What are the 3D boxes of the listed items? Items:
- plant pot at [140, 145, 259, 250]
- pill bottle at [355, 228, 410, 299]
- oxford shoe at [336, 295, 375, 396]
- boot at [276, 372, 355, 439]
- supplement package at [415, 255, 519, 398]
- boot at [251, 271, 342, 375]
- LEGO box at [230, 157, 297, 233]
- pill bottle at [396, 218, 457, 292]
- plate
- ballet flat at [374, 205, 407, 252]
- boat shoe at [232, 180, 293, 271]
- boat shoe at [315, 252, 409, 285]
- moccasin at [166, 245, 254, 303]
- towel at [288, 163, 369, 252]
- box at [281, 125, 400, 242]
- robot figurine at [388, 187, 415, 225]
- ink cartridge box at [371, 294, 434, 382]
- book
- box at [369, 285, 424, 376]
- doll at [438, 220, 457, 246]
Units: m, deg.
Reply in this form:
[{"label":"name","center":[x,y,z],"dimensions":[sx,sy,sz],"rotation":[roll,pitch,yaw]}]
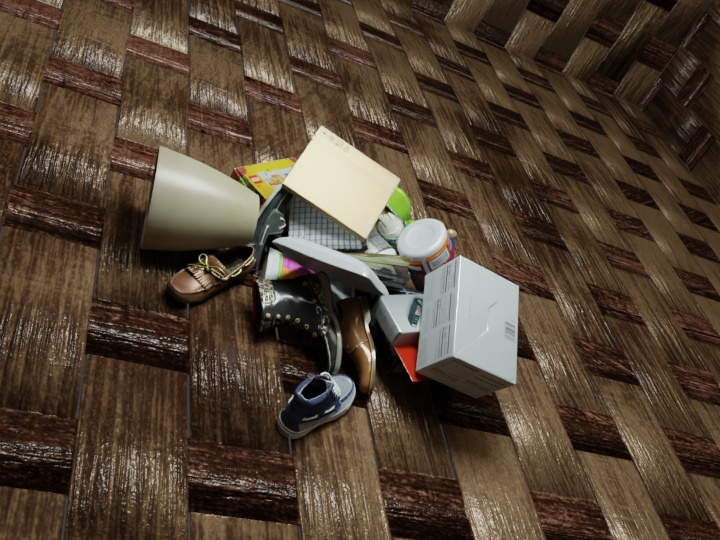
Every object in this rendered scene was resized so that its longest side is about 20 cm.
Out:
[{"label":"plant pot","center":[-0.293,-0.114,1.499],"dimensions":[0.196,0.190,0.189],"rotation":[12,37,-17]},{"label":"pill bottle","center":[0.009,-0.027,1.718],"dimensions":[0.115,0.117,0.200],"rotation":[-15,54,-48]},{"label":"oxford shoe","center":[-0.011,0.143,1.521],"dimensions":[0.070,0.072,0.203],"rotation":[-2,57,-13]},{"label":"boot","center":[-0.057,0.210,1.377],"dimensions":[0.072,0.091,0.199],"rotation":[39,34,14]},{"label":"supplement package","center":[0.201,0.107,1.495],"dimensions":[0.154,0.110,0.204],"rotation":[25,57,-27]},{"label":"boot","center":[-0.116,0.098,1.481],"dimensions":[0.148,0.073,0.204],"rotation":[0,68,-26]},{"label":"LEGO box","center":[-0.177,-0.164,1.782],"dimensions":[0.149,0.078,0.198],"rotation":[45,35,20]},{"label":"pill bottle","center":[0.159,-0.003,1.739],"dimensions":[0.114,0.111,0.202],"rotation":[-102,168,-49]},{"label":"plate","center":[-0.047,-0.010,1.513],"dimensions":[0.196,0.033,0.200],"rotation":[20,-8,18]},{"label":"ballet flat","center":[0.038,-0.120,1.755],"dimensions":[0.200,0.075,0.074],"rotation":[46,35,12]},{"label":"boat shoe","center":[-0.177,-0.093,1.605],"dimensions":[0.067,0.202,0.072],"rotation":[34,-5,5]},{"label":"boat shoe","center":[0.001,0.000,1.618],"dimensions":[0.196,0.068,0.072],"rotation":[1,-6,12]},{"label":"moccasin","center":[-0.269,0.003,1.483],"dimensions":[0.199,0.078,0.074],"rotation":[-20,60,-45]},{"label":"towel","center":[-0.062,-0.126,1.664],"dimensions":[0.162,0.086,0.204],"rotation":[-2,68,4]},{"label":"box","center":[-0.037,-0.174,1.607],"dimensions":[0.198,0.021,0.165],"rotation":[33,63,-3]},{"label":"robot figurine","center":[0.048,-0.132,1.890],"dimensions":[0.174,0.117,0.200],"rotation":[32,32,10]},{"label":"ink cartridge box","center":[0.139,0.123,1.540],"dimensions":[0.197,0.044,0.175],"rotation":[1,45,-38]},{"label":"book","center":[-0.104,0.037,1.611],"dimensions":[0.197,0.048,0.135],"rotation":[25,32,-14]},{"label":"box","center":[0.127,0.129,1.639],"dimensions":[0.196,0.087,0.165],"rotation":[10,39,-29]},{"label":"doll","center":[0.188,-0.034,1.938],"dimensions":[0.135,0.048,0.202],"rotation":[32,38,-17]}]
